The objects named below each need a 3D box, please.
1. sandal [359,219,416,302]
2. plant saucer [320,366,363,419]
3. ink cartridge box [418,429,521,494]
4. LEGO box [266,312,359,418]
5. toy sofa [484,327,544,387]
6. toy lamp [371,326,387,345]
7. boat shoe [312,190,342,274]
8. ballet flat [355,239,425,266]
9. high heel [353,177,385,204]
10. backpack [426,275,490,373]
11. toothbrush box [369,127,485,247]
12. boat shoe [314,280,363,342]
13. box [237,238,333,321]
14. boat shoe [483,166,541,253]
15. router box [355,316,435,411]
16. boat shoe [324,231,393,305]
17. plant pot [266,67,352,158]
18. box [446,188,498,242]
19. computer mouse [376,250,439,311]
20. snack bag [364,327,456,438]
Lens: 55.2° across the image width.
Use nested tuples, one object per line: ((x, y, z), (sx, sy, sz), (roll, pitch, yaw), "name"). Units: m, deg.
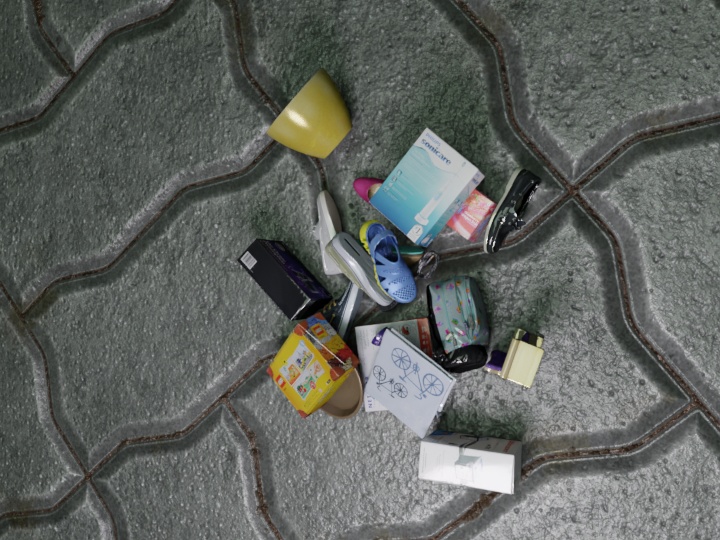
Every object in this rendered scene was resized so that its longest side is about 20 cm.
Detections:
((0.065, -0.017, 1.506), (0.079, 0.087, 0.201), (-32, 100, -12), "sandal")
((-0.065, 0.252, 1.616), (0.199, 0.029, 0.202), (19, 120, 36), "plant saucer")
((0.239, 0.408, 1.481), (0.198, 0.146, 0.087), (2, 88, 19), "ink cartridge box")
((-0.112, 0.219, 1.570), (0.149, 0.077, 0.200), (50, 133, 14), "LEGO box")
((0.321, 0.170, 1.427), (0.097, 0.200, 0.083), (22, 97, 13), "toy sofa")
((0.111, 0.210, 1.525), (0.200, 0.058, 0.058), (44, 103, 14), "toy lamp")
((-0.081, -0.088, 1.650), (0.068, 0.072, 0.202), (-14, 94, 18), "boat shoe")
((0.051, -0.026, 1.597), (0.198, 0.068, 0.073), (7, 107, 10), "ballet flat")
((0.057, -0.165, 1.580), (0.199, 0.096, 0.068), (35, 101, 17), "high heel")
((0.213, 0.114, 1.501), (0.126, 0.167, 0.202), (-14, 71, 10), "backpack")
((0.140, -0.173, 1.455), (0.146, 0.085, 0.200), (41, 102, 16), "toothbrush box")
((-0.059, 0.095, 1.630), (0.090, 0.071, 0.202), (21, 99, 13), "boat shoe")
((-0.177, 0.021, 1.640), (0.079, 0.141, 0.200), (-46, 76, 11), "box")
((0.333, -0.122, 1.492), (0.066, 0.074, 0.200), (26, 89, 30), "boat shoe")
((0.089, 0.218, 1.589), (0.178, 0.049, 0.202), (-9, 86, 20), "router box")
((0.000, 0.000, 1.568), (0.200, 0.072, 0.062), (52, 137, -5), "boat shoe")
((-0.102, -0.348, 1.608), (0.142, 0.200, 0.200), (41, 104, -11), "plant pot")
((0.199, -0.162, 1.529), (0.200, 0.095, 0.103), (40, 101, 16), "box")
((0.110, 0.025, 1.579), (0.200, 0.034, 0.059), (-42, 74, 26), "computer mouse")
((0.103, 0.250, 1.498), (0.188, 0.021, 0.201), (36, 128, 24), "snack bag")
